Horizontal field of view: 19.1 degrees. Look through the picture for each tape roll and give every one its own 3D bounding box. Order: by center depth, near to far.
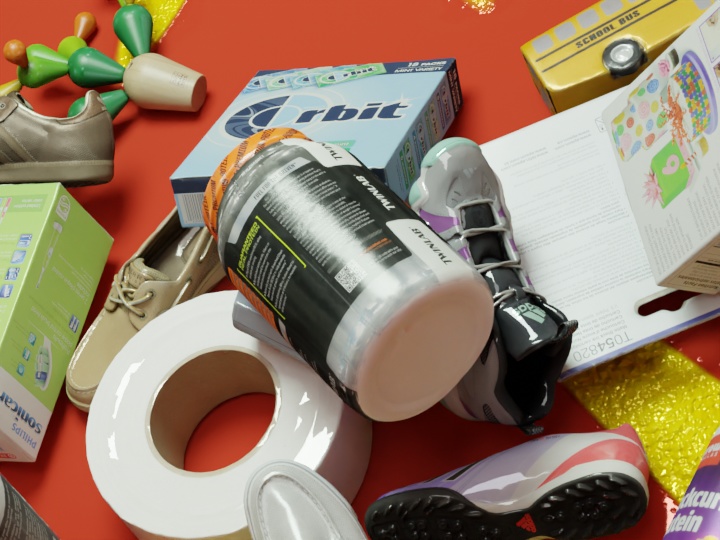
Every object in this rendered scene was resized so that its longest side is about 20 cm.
[{"bbox_3d":[-0.094,0.116,1.541,0.200,0.071,0.204,-11,55,15],"label":"tape roll"}]

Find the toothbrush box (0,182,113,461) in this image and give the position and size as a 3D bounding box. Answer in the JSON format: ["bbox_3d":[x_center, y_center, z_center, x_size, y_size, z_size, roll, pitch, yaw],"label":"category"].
[{"bbox_3d":[-0.296,0.039,1.649,0.144,0.086,0.201,-2,56,30],"label":"toothbrush box"}]

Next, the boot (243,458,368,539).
[{"bbox_3d":[-0.017,0.206,1.394,0.073,0.096,0.201,-33,76,-4],"label":"boot"}]

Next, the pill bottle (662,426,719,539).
[{"bbox_3d":[0.256,0.161,1.348,0.111,0.112,0.201,18,66,29],"label":"pill bottle"}]

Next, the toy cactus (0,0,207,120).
[{"bbox_3d":[-0.207,-0.173,1.768,0.164,0.103,0.201,14,56,17],"label":"toy cactus"}]

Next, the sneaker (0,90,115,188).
[{"bbox_3d":[-0.292,-0.104,1.701,0.198,0.070,0.076,0,86,4],"label":"sneaker"}]

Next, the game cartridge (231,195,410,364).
[{"bbox_3d":[0.000,0.000,1.544,0.133,0.041,0.200,28,45,18],"label":"game cartridge"}]

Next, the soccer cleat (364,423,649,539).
[{"bbox_3d":[0.100,0.151,1.454,0.198,0.069,0.073,-13,31,18],"label":"soccer cleat"}]

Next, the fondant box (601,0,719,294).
[{"bbox_3d":[0.257,-0.098,1.420,0.200,0.058,0.145,-44,49,42],"label":"fondant box"}]

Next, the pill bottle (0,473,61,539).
[{"bbox_3d":[-0.283,0.187,1.486,0.110,0.200,0.112,-9,55,14],"label":"pill bottle"}]

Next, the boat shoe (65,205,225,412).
[{"bbox_3d":[-0.164,0.017,1.634,0.071,0.065,0.201,25,71,32],"label":"boat shoe"}]

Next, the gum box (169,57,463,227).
[{"bbox_3d":[-0.029,-0.098,1.613,0.168,0.045,0.200,-3,28,20],"label":"gum box"}]

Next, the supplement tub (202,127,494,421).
[{"bbox_3d":[-0.014,-0.003,1.425,0.122,0.123,0.200,-40,54,-7],"label":"supplement tub"}]

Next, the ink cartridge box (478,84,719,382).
[{"bbox_3d":[0.194,-0.033,1.526,0.198,0.041,0.201,-21,61,0],"label":"ink cartridge box"}]

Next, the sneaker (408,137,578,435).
[{"bbox_3d":[0.101,0.014,1.445,0.077,0.202,0.140,-17,17,-25],"label":"sneaker"}]

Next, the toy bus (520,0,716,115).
[{"bbox_3d":[0.227,-0.178,1.610,0.199,0.065,0.079,-29,51,2],"label":"toy bus"}]
